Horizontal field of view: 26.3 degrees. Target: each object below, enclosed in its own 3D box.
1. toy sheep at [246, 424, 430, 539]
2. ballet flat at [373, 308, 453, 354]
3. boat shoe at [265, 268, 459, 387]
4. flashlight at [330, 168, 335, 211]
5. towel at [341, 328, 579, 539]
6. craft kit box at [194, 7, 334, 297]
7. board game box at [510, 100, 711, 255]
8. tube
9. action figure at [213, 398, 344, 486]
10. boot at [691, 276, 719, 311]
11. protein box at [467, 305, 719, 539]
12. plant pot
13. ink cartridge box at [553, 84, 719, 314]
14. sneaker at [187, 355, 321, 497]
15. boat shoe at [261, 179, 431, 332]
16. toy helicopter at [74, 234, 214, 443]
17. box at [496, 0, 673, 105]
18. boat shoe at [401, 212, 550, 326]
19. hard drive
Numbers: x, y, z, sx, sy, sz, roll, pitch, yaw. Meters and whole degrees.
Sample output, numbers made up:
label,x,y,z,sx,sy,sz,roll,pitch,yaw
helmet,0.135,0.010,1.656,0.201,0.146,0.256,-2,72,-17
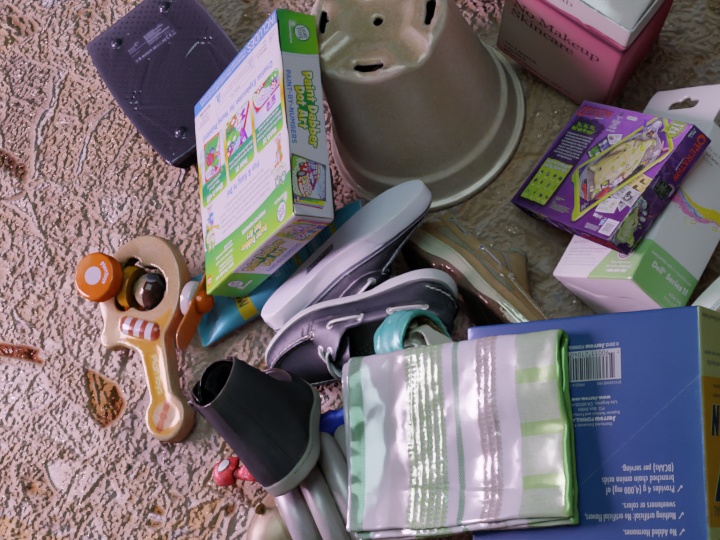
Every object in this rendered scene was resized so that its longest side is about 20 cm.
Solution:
label,x,y,z,sx,sy,sz,roll,pitch,yaw
toy sheep,-0.005,0.195,1.298,0.198,0.138,0.139,-23,57,-10
ballet flat,0.081,0.117,1.271,0.067,0.070,0.201,-29,80,-32
boat shoe,-0.004,0.062,1.368,0.199,0.076,0.061,-30,30,25
flashlight,-0.071,-0.134,1.487,0.068,0.068,0.202,-34,45,35
towel,0.071,0.128,1.180,0.198,0.031,0.151,-11,77,34
craft kit box,-0.092,-0.102,1.401,0.048,0.200,0.200,8,67,-26
board game box,0.213,-0.085,1.343,0.121,0.032,0.200,-57,21,0
tube,-0.074,-0.002,1.472,0.199,0.050,0.078,-27,51,11
action figure,-0.041,0.143,1.373,0.199,0.065,0.052,-28,80,2
boot,0.313,0.104,1.264,0.144,0.072,0.201,31,86,29
protein box,0.199,0.142,1.188,0.197,0.134,0.202,-7,79,33
plant pot,0.039,-0.186,1.440,0.198,0.184,0.202,-8,61,16
ink cartridge box,0.264,-0.060,1.334,0.201,0.067,0.117,-59,24,-14
sneaker,-0.090,0.102,1.294,0.075,0.106,0.200,-40,17,2
boat shoe,0.000,0.000,1.405,0.200,0.068,0.072,-42,19,16
toy helicopter,-0.186,0.062,1.463,0.131,0.079,0.202,-18,73,17
box,0.207,-0.246,1.385,0.127,0.200,0.109,35,79,10
boat shoe,0.123,0.009,1.382,0.076,0.072,0.200,-38,57,-16
hard drive,-0.191,-0.203,1.614,0.134,0.042,0.200,-37,59,-1
